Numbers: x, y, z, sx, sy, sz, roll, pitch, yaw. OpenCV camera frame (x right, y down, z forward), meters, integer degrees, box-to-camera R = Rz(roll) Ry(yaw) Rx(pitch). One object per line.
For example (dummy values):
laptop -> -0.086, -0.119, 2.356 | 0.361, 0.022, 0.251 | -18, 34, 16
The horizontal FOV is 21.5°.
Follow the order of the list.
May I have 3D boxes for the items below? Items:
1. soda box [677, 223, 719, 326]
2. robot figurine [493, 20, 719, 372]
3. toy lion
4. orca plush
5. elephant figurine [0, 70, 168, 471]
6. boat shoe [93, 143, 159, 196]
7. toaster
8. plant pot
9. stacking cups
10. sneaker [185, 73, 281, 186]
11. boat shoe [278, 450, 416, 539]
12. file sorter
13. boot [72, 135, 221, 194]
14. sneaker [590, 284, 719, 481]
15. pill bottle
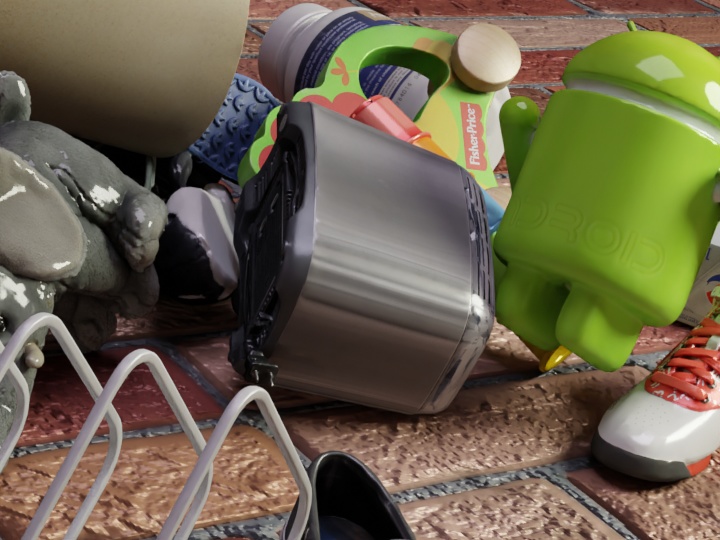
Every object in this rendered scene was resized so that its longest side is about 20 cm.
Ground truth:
soda box -> 0.283, -0.012, 1.332 | 0.068, 0.064, 0.200 | 20, 25, 20
robot figurine -> 0.149, -0.047, 1.080 | 0.175, 0.201, 0.116 | 18, -7, 36
toy lion -> 0.014, -0.073, 1.247 | 0.191, 0.069, 0.201 | 6, 64, -19
orca plush -> -0.119, -0.021, 1.177 | 0.071, 0.105, 0.200 | -22, 27, 4
elephant figurine -> -0.193, -0.001, 0.991 | 0.155, 0.142, 0.200 | 25, 21, 15
boat shoe -> -0.173, -0.036, 1.194 | 0.073, 0.062, 0.200 | 12, 22, 7
toaster -> 0.000, 0.000, 1.081 | 0.129, 0.114, 0.200 | 16, 38, -15
plant pot -> -0.200, -0.171, 1.147 | 0.199, 0.188, 0.187 | 4, 21, -35
stacking cups -> 0.063, -0.025, 1.176 | 0.200, 0.061, 0.060 | 44, 33, 14
sneaker -> -0.063, -0.079, 1.291 | 0.200, 0.070, 0.078 | 26, -13, -26
boat shoe -> 0.010, 0.144, 0.834 | 0.070, 0.066, 0.200 | 4, 23, -15
file sorter -> -0.138, 0.090, 0.749 | 0.199, 0.139, 0.125 | 18, 66, 19
boot -> -0.203, -0.122, 1.366 | 0.199, 0.077, 0.168 | 8, 25, -24
sneaker -> 0.205, 0.046, 1.099 | 0.067, 0.108, 0.201 | 25, 27, 33
pill bottle -> 0.012, -0.136, 1.450 | 0.111, 0.111, 0.200 | -10, 30, -40
